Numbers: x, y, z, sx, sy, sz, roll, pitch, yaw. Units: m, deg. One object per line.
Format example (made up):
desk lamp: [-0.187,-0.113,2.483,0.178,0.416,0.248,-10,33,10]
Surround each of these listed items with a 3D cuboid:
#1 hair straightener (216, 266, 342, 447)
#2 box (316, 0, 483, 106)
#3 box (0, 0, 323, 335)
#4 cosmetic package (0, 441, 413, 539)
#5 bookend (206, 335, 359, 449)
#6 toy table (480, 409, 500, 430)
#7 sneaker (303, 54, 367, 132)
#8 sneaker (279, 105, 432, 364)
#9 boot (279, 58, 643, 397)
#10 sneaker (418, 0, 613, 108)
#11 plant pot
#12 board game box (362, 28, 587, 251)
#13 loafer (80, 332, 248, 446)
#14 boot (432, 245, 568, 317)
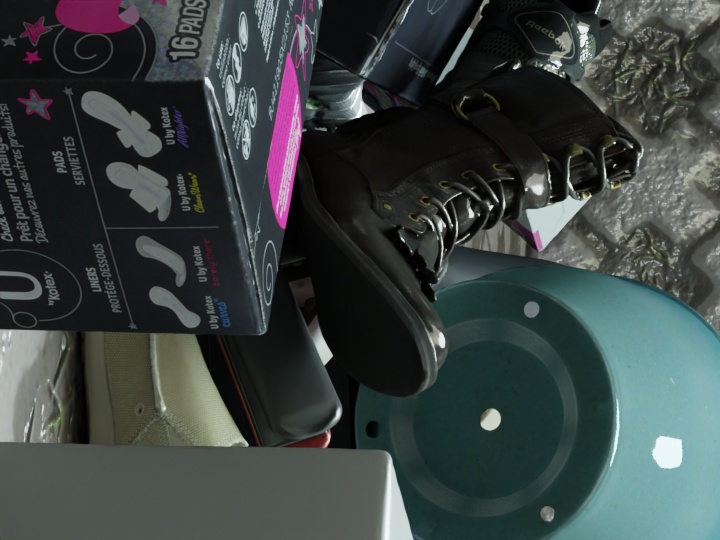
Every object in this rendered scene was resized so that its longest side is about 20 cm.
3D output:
hair straightener: [-0.051,-0.017,1.045,0.077,0.041,0.201,118,-42,-67]
box: [0.016,-0.197,1.128,0.197,0.124,0.200,-61,172,4]
box: [-0.085,-0.093,0.844,0.133,0.114,0.201,80,13,-47]
cosmetic package: [-0.063,0.180,0.854,0.200,0.165,0.168,75,18,-58]
bookend: [-0.033,0.025,1.275,0.200,0.092,0.200,16,71,-77]
toy table: [0.026,0.114,1.469,0.200,0.183,0.117,-49,-166,47]
sneaker: [-0.029,-0.155,1.383,0.200,0.075,0.116,98,-9,-74]
sneaker: [0.000,0.000,1.152,0.081,0.075,0.200,65,33,-26]
boot: [0.050,-0.033,1.058,0.200,0.173,0.070,-126,-155,-49]
sneaker: [0.080,-0.101,1.270,0.114,0.076,0.199,-56,179,-18]
plant pot: [0.088,0.086,1.189,0.188,0.199,0.201,25,66,-67]
board game box: [0.058,-0.114,1.531,0.064,0.200,0.148,-45,163,-5]
loafer: [-0.083,0.066,1.021,0.076,0.068,0.201,54,37,-76]
boot: [0.051,-0.010,1.489,0.169,0.199,0.077,85,2,-53]
